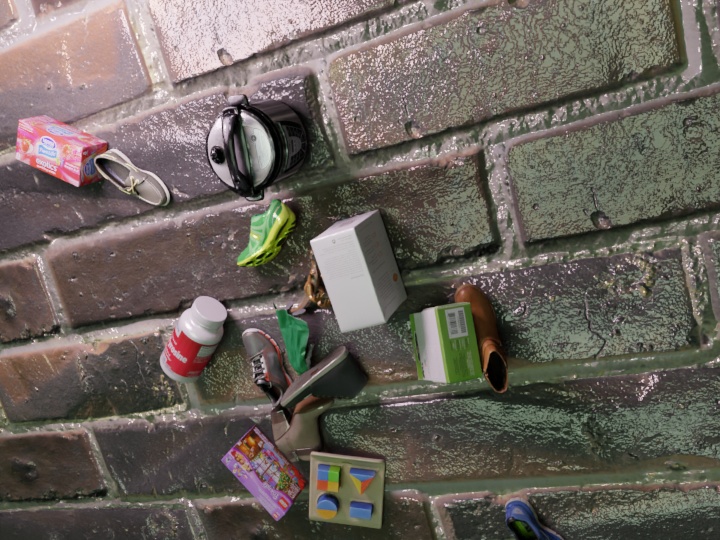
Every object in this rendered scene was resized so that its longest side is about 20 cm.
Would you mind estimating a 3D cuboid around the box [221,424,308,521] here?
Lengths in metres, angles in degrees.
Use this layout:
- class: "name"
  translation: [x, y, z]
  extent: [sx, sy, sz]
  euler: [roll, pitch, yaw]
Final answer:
- class: "box"
  translation: [-0.232, 0.493, 1.805]
  extent: [0.200, 0.137, 0.039]
  euler: [46, 118, 2]

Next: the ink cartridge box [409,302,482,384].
- class: "ink cartridge box"
  translation: [0.168, 0.149, 1.513]
  extent: [0.074, 0.200, 0.151]
  euler: [-8, 86, -13]

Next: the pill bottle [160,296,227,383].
- class: "pill bottle"
  translation: [-0.400, 0.165, 1.780]
  extent: [0.112, 0.112, 0.202]
  euler: [36, 117, 7]

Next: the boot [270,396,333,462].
- class: "boot"
  translation: [-0.124, 0.383, 1.769]
  extent: [0.197, 0.070, 0.148]
  euler: [-16, 107, 27]

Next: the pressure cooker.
- class: "pressure cooker"
  translation: [-0.218, -0.251, 1.506]
  extent: [0.176, 0.200, 0.179]
  euler: [43, 117, 5]

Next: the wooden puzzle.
- class: "wooden puzzle"
  translation: [-0.035, 0.536, 1.767]
  extent: [0.181, 0.046, 0.204]
  euler: [5, 111, 7]

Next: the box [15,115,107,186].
- class: "box"
  translation: [-0.720, -0.289, 1.771]
  extent: [0.197, 0.095, 0.101]
  euler: [24, 114, 14]

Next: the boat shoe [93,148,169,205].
- class: "boat shoe"
  translation: [-0.542, -0.213, 1.741]
  extent: [0.200, 0.060, 0.073]
  euler: [36, 117, 8]

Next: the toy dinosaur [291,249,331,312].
- class: "toy dinosaur"
  translation: [-0.110, 0.046, 1.660]
  extent: [0.106, 0.059, 0.203]
  euler: [50, 129, 41]

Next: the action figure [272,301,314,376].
- class: "action figure"
  translation: [-0.143, 0.170, 1.691]
  extent: [0.117, 0.054, 0.203]
  euler: [30, 137, 39]

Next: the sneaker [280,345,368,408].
- class: "sneaker"
  translation: [-0.082, 0.274, 1.672]
  extent: [0.199, 0.075, 0.107]
  euler: [-37, 104, 7]

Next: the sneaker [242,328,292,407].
- class: "sneaker"
  translation: [-0.225, 0.233, 1.745]
  extent: [0.076, 0.082, 0.202]
  euler: [-29, 95, 28]

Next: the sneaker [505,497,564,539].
- class: "sneaker"
  translation: [0.384, 0.599, 1.608]
  extent: [0.200, 0.089, 0.079]
  euler: [45, 119, 3]

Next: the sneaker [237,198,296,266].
- class: "sneaker"
  translation: [-0.215, -0.081, 1.653]
  extent: [0.200, 0.073, 0.084]
  euler: [-46, 62, 31]

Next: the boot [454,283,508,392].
- class: "boot"
  translation: [0.244, 0.136, 1.468]
  extent: [0.075, 0.155, 0.204]
  euler: [-15, 102, 8]

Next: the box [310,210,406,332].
- class: "box"
  translation: [0.000, 0.000, 1.525]
  extent: [0.104, 0.152, 0.204]
  euler: [-14, 101, 25]
